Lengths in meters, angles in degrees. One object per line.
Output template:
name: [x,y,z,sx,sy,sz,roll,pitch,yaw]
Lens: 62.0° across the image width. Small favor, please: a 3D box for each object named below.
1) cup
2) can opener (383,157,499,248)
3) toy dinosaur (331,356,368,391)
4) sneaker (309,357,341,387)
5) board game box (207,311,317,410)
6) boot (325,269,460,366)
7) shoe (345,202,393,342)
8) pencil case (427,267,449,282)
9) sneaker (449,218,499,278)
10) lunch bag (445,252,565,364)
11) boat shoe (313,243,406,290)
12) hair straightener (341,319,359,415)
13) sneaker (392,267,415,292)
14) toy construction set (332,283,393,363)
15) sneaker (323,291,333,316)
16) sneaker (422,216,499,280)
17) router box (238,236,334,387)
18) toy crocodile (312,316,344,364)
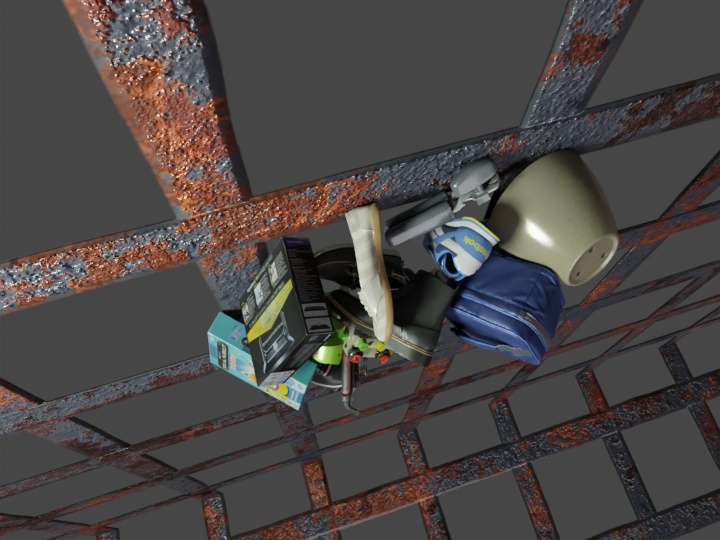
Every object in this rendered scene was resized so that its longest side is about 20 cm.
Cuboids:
cup: [0.321,-0.063,0.948,0.196,0.144,0.204,-22,141,-19]
can opener: [0.117,-0.108,0.907,0.196,0.054,0.068,-26,123,15]
toy dinosaur: [-0.037,0.172,1.376,0.201,0.103,0.184,-51,152,-23]
sneaker: [-0.098,0.168,1.146,0.196,0.072,0.099,30,168,-6]
board game box: [-0.182,0.171,1.098,0.196,0.048,0.152,27,150,3]
boot: [0.052,0.043,0.962,0.141,0.196,0.077,-63,169,4]
shoe: [0.014,0.006,0.891,0.052,0.207,0.070,-7,-176,-2]
pencil case: [0.102,0.081,1.219,0.198,0.091,0.077,-34,170,29]
sneaker: [0.214,-0.029,1.100,0.113,0.077,0.200,7,140,-43]
lunch bag: [0.218,0.061,0.977,0.135,0.197,0.136,-59,139,-15]
boat shoe: [0.000,0.000,1.008,0.197,0.062,0.072,1,150,-39]
hair straightener: [-0.011,0.172,1.146,0.040,0.207,0.077,-3,-176,23]
sneaker: [0.035,0.061,1.172,0.200,0.074,0.080,-46,-174,29]
toy construction set: [0.031,0.096,1.074,0.195,0.093,0.134,16,118,-21]
sneaker: [-0.083,0.092,1.152,0.083,0.080,0.201,-1,154,5]
sneaker: [0.140,-0.032,0.948,0.073,0.084,0.200,30,172,-13]
router box: [-0.123,0.069,0.942,0.051,0.161,0.200,-1,151,-34]
toy crocodile: [-0.079,0.089,0.982,0.060,0.200,0.069,4,118,-34]
